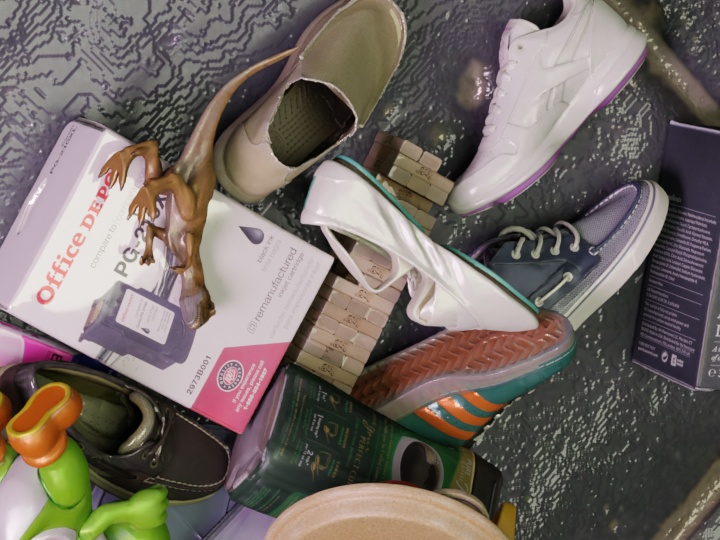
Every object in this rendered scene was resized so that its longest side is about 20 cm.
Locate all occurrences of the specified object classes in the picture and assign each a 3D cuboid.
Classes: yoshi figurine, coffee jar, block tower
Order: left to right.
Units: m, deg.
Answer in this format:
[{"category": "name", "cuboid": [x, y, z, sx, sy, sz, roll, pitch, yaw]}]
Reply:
[{"category": "yoshi figurine", "cuboid": [-0.190, 0.158, 1.368, 0.112, 0.112, 0.201, -29, 122, -10]}, {"category": "block tower", "cuboid": [0.000, 0.000, 1.505, 0.054, 0.058, 0.201, 26, 91, -24]}, {"category": "coffee jar", "cuboid": [0.008, 0.155, 1.465, 0.199, 0.085, 0.105, 27, 51, -15]}]

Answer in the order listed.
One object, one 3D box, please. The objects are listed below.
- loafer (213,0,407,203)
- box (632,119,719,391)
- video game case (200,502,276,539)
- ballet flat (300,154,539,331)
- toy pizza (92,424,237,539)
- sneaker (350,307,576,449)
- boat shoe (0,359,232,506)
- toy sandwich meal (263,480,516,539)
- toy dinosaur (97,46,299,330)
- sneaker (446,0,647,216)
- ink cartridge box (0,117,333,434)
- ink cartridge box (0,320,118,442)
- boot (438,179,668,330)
[{"category": "loafer", "cuboid": [-0.023, -0.125, 1.446, 0.076, 0.068, 0.200, 48, 64, -24]}, {"category": "box", "cuboid": [0.317, -0.008, 1.607, 0.147, 0.107, 0.202, 4, 98, -23]}, {"category": "video game case", "cuboid": [-0.049, 0.228, 1.469, 0.143, 0.019, 0.200, 46, 56, -1]}, {"category": "ballet flat", "cuboid": [0.037, -0.001, 1.452, 0.200, 0.069, 0.070, 38, 85, -14]}, {"category": "toy pizza", "cuboid": [-0.111, 0.211, 1.477, 0.199, 0.032, 0.202, 10, 64, -21]}, {"category": "sneaker", "cuboid": [0.078, 0.092, 1.522, 0.199, 0.072, 0.080, -21, 127, 18]}, {"category": "boat shoe", "cuboid": [-0.166, 0.114, 1.414, 0.200, 0.066, 0.072, 26, 62, -31]}, {"category": "toy sandwich meal", "cuboid": [0.024, 0.201, 1.390, 0.204, 0.071, 0.206, 5, 132, 6]}, {"category": "toy dinosaur", "cuboid": [-0.116, -0.064, 1.363, 0.106, 0.060, 0.201, 4, 101, -49]}, {"category": "sneaker", "cuboid": [0.124, -0.129, 1.534, 0.100, 0.075, 0.200, 43, 82, -5]}, {"category": "ink cartridge box", "cuboid": [-0.144, 0.003, 1.428, 0.199, 0.084, 0.145, 30, 86, -24]}, {"category": "ink cartridge box", "cuboid": [-0.271, 0.080, 1.421, 0.199, 0.037, 0.095, 23, 90, -27]}, {"category": "boot", "cuboid": [0.146, -0.009, 1.553, 0.090, 0.073, 0.200, 42, 86, -24]}]
